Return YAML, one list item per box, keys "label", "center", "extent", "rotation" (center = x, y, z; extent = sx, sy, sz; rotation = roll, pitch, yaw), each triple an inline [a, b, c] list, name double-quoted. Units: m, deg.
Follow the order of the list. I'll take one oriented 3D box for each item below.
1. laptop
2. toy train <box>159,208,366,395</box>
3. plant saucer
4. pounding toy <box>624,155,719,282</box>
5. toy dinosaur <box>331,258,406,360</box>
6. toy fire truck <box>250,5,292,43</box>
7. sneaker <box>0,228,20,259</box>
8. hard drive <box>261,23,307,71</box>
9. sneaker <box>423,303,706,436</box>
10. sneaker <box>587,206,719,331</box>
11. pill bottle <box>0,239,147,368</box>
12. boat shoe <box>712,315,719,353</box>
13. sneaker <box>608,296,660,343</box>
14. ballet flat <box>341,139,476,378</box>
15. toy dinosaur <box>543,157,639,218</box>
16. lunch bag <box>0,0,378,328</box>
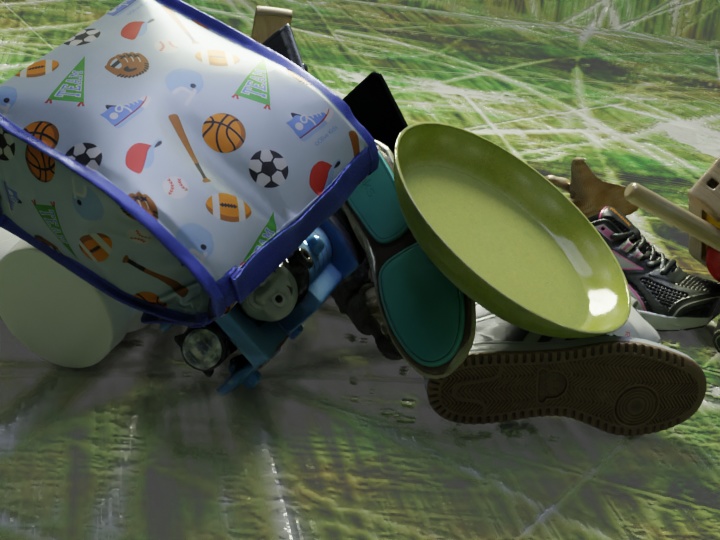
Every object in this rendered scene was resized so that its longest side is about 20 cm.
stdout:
- label: "laptop"
  center: [0.055, -0.071, 1.164]
  extent: [0.103, 0.178, 0.200]
  rotation: [-27, -2, 28]
- label: "toy train"
  center: [-0.063, 0.008, 0.983]
  extent: [0.087, 0.114, 0.200]
  rotation: [47, 20, -2]
- label: "plant saucer"
  center: [0.098, -0.023, 0.970]
  extent: [0.199, 0.031, 0.201]
  rotation: [28, 31, -18]
- label: "pounding toy"
  center: [0.327, -0.026, 1.121]
  extent: [0.184, 0.142, 0.200]
  rotation: [41, -4, 21]
- label: "toy dinosaur"
  center: [0.000, 0.000, 1.104]
  extent: [0.047, 0.089, 0.200]
  rotation: [9, 16, -32]
- label: "toy fire truck"
  center: [-0.139, -0.162, 1.357]
  extent: [0.175, 0.202, 0.129]
  rotation: [-1, 19, -27]
- label: "sneaker"
  center: [-0.251, -0.029, 1.108]
  extent: [0.115, 0.074, 0.200]
  rotation: [18, 21, 19]
- label: "hard drive"
  center: [-0.046, -0.091, 1.174]
  extent: [0.042, 0.201, 0.136]
  rotation: [-17, 59, -4]
- label: "sneaker"
  center: [0.138, 0.061, 1.005]
  extent: [0.198, 0.071, 0.109]
  rotation: [2, 21, -8]
- label: "sneaker"
  center: [0.223, -0.009, 1.233]
  extent: [0.198, 0.087, 0.080]
  rotation: [14, 20, 17]
- label: "pill bottle"
  center: [-0.168, -0.028, 1.008]
  extent: [0.115, 0.117, 0.200]
  rotation: [14, 38, 18]
- label: "boat shoe"
  center: [0.329, 0.070, 1.065]
  extent: [0.072, 0.066, 0.200]
  rotation: [47, -15, -24]
- label: "sneaker"
  center: [0.170, 0.033, 1.128]
  extent: [0.099, 0.078, 0.200]
  rotation: [16, 17, -21]
- label: "ballet flat"
  center: [0.038, -0.008, 0.984]
  extent: [0.062, 0.067, 0.201]
  rotation: [45, 21, -57]
- label: "toy dinosaur"
  center: [0.205, -0.068, 1.311]
  extent: [0.100, 0.059, 0.200]
  rotation: [-4, -30, 28]
- label: "lunch bag"
  center: [-0.112, -0.063, 0.885]
  extent: [0.199, 0.124, 0.170]
  rotation: [27, 53, 24]
